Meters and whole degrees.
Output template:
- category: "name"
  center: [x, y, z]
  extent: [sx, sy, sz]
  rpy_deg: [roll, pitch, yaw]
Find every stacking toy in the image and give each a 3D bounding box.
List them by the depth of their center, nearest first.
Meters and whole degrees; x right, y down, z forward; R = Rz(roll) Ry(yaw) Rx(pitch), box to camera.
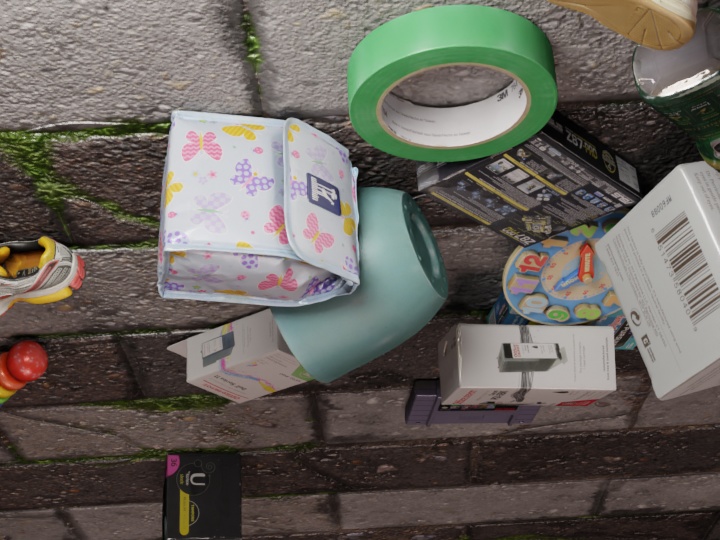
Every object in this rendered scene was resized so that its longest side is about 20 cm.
- category: "stacking toy"
  center: [-0.497, 0.152, 1.940]
  extent: [0.200, 0.086, 0.085]
  rpy_deg: [-27, 145, 34]

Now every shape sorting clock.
- category: "shape sorting clock"
  center: [0.266, -0.001, 1.696]
  extent: [0.199, 0.039, 0.201]
  rpy_deg: [-4, 137, -4]

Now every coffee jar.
- category: "coffee jar"
  center: [0.346, -0.164, 1.368]
  extent: [0.104, 0.086, 0.200]
  rpy_deg: [-21, 148, 28]

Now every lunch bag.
- category: "lunch bag"
  center: [-0.099, -0.063, 1.437]
  extent: [0.199, 0.170, 0.127]
  rpy_deg: [6, 150, -11]

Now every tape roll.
- category: "tape roll"
  center: [0.087, -0.174, 1.365]
  extent: [0.199, 0.048, 0.201]
  rpy_deg: [-2, 154, -1]

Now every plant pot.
- category: "plant pot"
  center: [0.000, 0.000, 1.560]
  extent: [0.160, 0.201, 0.201]
  rpy_deg: [-22, 149, 15]

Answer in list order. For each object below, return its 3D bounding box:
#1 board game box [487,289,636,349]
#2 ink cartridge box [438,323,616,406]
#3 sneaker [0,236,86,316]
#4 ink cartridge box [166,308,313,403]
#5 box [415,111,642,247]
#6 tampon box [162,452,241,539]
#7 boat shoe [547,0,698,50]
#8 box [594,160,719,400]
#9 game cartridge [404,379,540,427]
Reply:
- category: "board game box"
  center: [0.278, 0.051, 1.844]
  extent: [0.199, 0.047, 0.151]
  rpy_deg: [2, 154, -9]
- category: "ink cartridge box"
  center: [0.207, 0.122, 1.807]
  extent: [0.199, 0.083, 0.147]
  rpy_deg: [1, 166, -6]
- category: "sneaker"
  center: [-0.424, 0.004, 1.660]
  extent: [0.199, 0.078, 0.082]
  rpy_deg: [-18, 148, 9]
- category: "ink cartridge box"
  center: [-0.153, 0.121, 1.918]
  extent: [0.199, 0.068, 0.117]
  rpy_deg: [-20, 149, 31]
- category: "box"
  center: [0.182, -0.097, 1.531]
  extent: [0.161, 0.049, 0.200]
  rpy_deg: [-26, 146, 34]
- category: "tampon box"
  center: [-0.267, 0.407, 2.396]
  extent: [0.126, 0.151, 0.200]
  rpy_deg: [1, 153, -9]
- category: "boat shoe"
  center: [0.193, -0.257, 1.186]
  extent: [0.199, 0.069, 0.074]
  rpy_deg: [29, 153, -13]
- category: "box"
  center: [0.397, 0.003, 1.549]
  extent: [0.171, 0.200, 0.200]
  rpy_deg: [-11, 160, -25]
- category: "game cartridge"
  center: [0.172, 0.200, 2.155]
  extent: [0.199, 0.039, 0.130]
  rpy_deg: [0, 158, -6]
